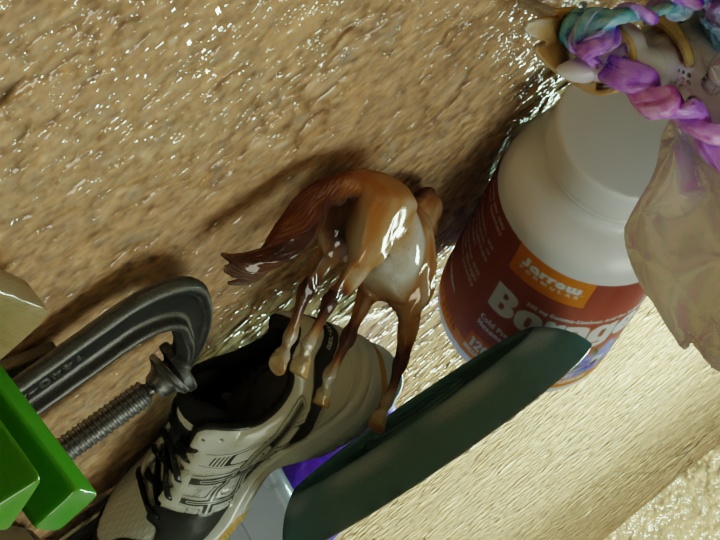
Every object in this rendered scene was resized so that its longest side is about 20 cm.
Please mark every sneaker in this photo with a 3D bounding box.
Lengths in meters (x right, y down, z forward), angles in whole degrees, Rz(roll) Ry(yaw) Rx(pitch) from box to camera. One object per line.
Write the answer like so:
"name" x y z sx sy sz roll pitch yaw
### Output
"sneaker" -0.083 0.088 1.133 0.200 0.076 0.088 -40 141 15

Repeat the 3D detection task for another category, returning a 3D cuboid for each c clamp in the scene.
"c clamp" -0.146 0.077 0.994 0.200 0.027 0.171 -37 159 -4

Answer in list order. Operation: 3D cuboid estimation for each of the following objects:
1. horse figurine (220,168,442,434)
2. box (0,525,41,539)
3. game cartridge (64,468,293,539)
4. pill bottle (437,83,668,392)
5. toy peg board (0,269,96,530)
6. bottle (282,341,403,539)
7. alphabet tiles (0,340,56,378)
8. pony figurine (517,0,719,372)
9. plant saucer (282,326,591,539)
"horse figurine" 0.000 0.000 1.041 0.133 0.050 0.200 -69 156 -9
"box" -0.240 0.222 1.104 0.200 0.068 0.082 -42 164 4
"game cartridge" -0.112 0.195 1.226 0.199 0.134 0.040 -35 -155 -18
"pill bottle" 0.120 -0.022 1.186 0.112 0.112 0.200 -31 162 -28
"toy peg board" -0.206 0.087 0.754 0.199 0.098 0.200 -42 161 5
"bottle" -0.023 0.112 1.309 0.083 0.065 0.200 -31 162 -30
"alphabet tiles" -0.235 0.118 0.950 0.167 0.008 0.200 -24 157 -46
"pony figurine" 0.183 -0.072 1.020 0.199 0.193 0.167 -8 140 -51
"plant saucer" 0.035 0.085 1.131 0.199 0.028 0.200 -35 179 0
